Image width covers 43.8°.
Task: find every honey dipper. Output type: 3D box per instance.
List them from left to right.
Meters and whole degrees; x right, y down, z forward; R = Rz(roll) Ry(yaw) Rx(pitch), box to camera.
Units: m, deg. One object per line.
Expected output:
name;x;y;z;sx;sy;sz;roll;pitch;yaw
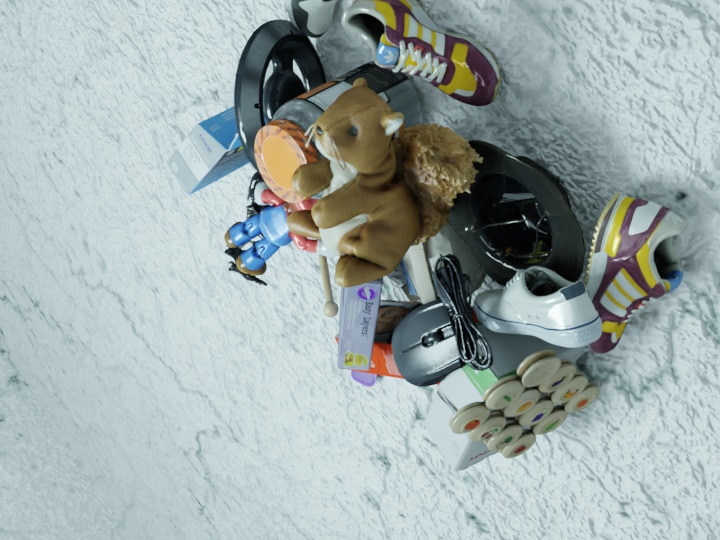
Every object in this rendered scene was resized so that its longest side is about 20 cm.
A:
honey dipper;-0.057;-0.029;1.281;0.038;0.037;0.203;-37;57;54

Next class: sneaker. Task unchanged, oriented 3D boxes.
sneaker;-0.039;-0.362;1.064;0.080;0.073;0.202;36;139;22
sneaker;0.066;-0.243;1.015;0.199;0.090;0.076;41;141;22
sneaker;0.189;0.029;0.981;0.199;0.072;0.072;9;115;62
sneaker;0.290;0.019;0.951;0.089;0.075;0.202;22;137;29

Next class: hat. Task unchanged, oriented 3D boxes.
hat;0.186;-0.073;1.012;0.199;0.081;0.202;34;147;26

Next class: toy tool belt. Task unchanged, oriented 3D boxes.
toy tool belt;0.073;-0.053;1.123;0.122;0.125;0.203;-7;111;42

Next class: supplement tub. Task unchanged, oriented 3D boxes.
supplement tub;-0.026;-0.166;1.085;0.122;0.199;0.124;29;136;32

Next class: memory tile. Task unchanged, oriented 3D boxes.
memory tile;0.199;0.163;1.058;0.153;0.199;0.017;-39;54;13

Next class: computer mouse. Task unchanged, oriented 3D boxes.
computer mouse;0.078;0.080;1.060;0.200;0.052;0.141;127;128;-60

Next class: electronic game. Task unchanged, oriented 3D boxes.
electronic game;-0.098;-0.214;1.138;0.041;0.200;0.203;6;122;28

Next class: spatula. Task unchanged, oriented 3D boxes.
spatula;-0.001;0.093;1.398;0.056;0.020;0.203;22;131;40

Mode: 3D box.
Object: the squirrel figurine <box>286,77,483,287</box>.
squirrel figurine;0.023;-0.108;0.956;0.142;0.197;0.189;-126;31;-50

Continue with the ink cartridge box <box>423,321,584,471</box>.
ink cartridge box;0.175;0.143;1.117;0.085;0.144;0.202;53;146;30

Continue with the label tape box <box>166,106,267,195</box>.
label tape box;-0.177;-0.198;1.285;0.067;0.143;0.199;55;144;0

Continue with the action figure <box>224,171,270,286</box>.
action figure;-0.132;-0.085;1.355;0.203;0.101;0.119;-68;22;6

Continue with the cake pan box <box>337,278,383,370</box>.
cake pan box;0.000;0.000;1.196;0.051;0.202;0.186;6;137;-4

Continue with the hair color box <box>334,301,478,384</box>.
hair color box;0.067;0.098;1.255;0.198;0.101;0.062;1;121;48

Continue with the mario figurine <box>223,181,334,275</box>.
mario figurine;-0.090;-0.070;1.255;0.198;0.107;0.123;-29;120;30
